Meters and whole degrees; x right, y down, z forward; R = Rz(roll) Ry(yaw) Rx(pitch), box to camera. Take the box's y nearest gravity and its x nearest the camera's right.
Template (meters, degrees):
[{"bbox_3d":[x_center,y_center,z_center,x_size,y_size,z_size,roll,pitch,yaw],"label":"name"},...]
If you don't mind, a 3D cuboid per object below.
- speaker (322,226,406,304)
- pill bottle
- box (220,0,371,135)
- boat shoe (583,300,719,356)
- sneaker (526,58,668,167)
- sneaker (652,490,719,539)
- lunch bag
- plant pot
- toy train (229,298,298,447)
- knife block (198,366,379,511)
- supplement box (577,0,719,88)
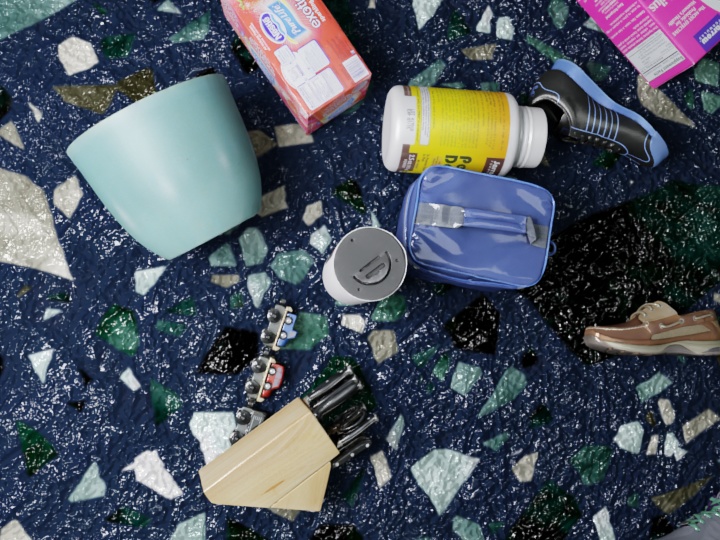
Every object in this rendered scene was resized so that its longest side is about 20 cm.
[{"bbox_3d":[0.000,0.000,0.791,0.081,0.200,0.081,0,86,-6],"label":"speaker"},{"bbox_3d":[0.132,-0.177,0.861,0.199,0.109,0.110,2,86,-5],"label":"pill bottle"},{"bbox_3d":[-0.084,-0.290,0.853,0.100,0.095,0.200,-35,90,-7],"label":"box"},{"bbox_3d":[0.391,0.078,0.894,0.199,0.076,0.072,3,83,-15],"label":"boat shoe"},{"bbox_3d":[0.317,-0.194,0.904,0.200,0.070,0.078,40,88,4],"label":"sneaker"},{"bbox_3d":[0.465,0.338,0.892,0.199,0.074,0.088,-1,73,-15],"label":"sneaker"},{"bbox_3d":[0.148,-0.047,0.843,0.199,0.132,0.136,9,86,-4],"label":"lunch bag"},{"bbox_3d":[-0.210,-0.110,0.788,0.200,0.201,0.161,-29,101,-6],"label":"plant pot"},{"bbox_3d":[-0.120,0.135,0.856,0.046,0.034,0.201,17,86,-8],"label":"toy train"},{"bbox_3d":[-0.083,0.199,0.822,0.199,0.064,0.176,11,91,-20],"label":"knife block"},{"bbox_3d":[0.391,-0.365,0.901,0.101,0.103,0.200,-43,93,-7],"label":"supplement box"}]
